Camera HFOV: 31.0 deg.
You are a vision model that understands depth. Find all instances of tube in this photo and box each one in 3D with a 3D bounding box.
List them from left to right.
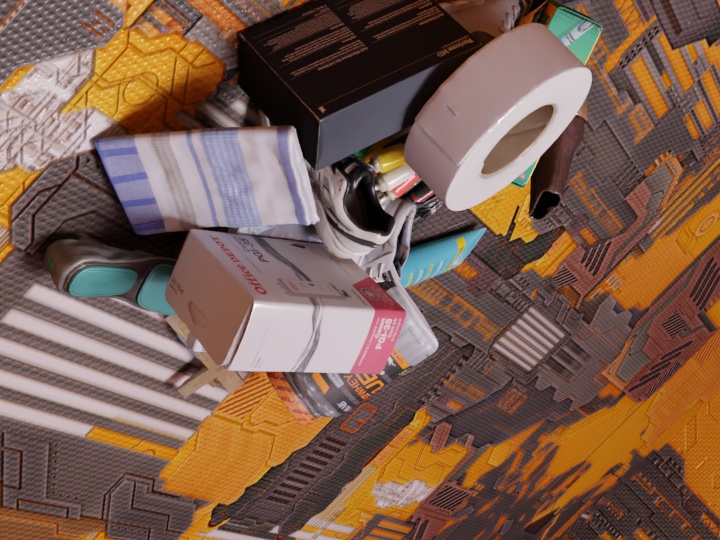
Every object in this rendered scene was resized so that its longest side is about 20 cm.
[{"bbox_3d":[0.092,-0.013,1.778,0.200,0.050,0.077,-19,156,-45],"label":"tube"}]

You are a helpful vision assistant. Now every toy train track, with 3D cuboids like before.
[{"bbox_3d":[-0.192,0.089,1.575,0.115,0.033,0.200,-33,145,-2],"label":"toy train track"}]

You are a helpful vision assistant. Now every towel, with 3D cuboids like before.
[{"bbox_3d":[-0.147,-0.086,1.279,0.199,0.024,0.147,-3,145,6],"label":"towel"}]

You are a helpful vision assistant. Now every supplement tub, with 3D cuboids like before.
[{"bbox_3d":[-0.013,0.101,1.631,0.200,0.123,0.123,-35,152,4],"label":"supplement tub"}]

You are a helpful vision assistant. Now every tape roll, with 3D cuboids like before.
[{"bbox_3d":[0.140,-0.155,1.329,0.202,0.071,0.203,-37,163,-13],"label":"tape roll"}]

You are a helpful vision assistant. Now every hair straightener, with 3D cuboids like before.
[{"bbox_3d":[0.121,-0.104,1.688,0.200,0.041,0.077,-39,151,-7],"label":"hair straightener"}]

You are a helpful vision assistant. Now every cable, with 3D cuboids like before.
[{"bbox_3d":[0.089,-0.136,1.417,0.200,0.050,0.097,-29,148,1],"label":"cable"}]

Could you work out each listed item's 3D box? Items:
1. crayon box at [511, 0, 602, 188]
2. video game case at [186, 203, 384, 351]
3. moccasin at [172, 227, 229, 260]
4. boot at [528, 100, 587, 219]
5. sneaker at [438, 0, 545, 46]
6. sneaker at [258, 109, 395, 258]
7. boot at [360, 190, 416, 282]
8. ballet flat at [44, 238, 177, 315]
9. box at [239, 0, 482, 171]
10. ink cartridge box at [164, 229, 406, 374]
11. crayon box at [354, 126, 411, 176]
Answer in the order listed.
[{"bbox_3d":[0.201,-0.205,1.490,0.119,0.058,0.200,-81,-165,-74],"label":"crayon box"},{"bbox_3d":[-0.081,0.004,1.432,0.182,0.023,0.200,3,121,-39],"label":"video game case"},{"bbox_3d":[-0.140,-0.032,1.422,0.201,0.078,0.074,-50,153,12],"label":"moccasin"},{"bbox_3d":[0.226,-0.143,1.624,0.200,0.072,0.167,120,-14,-75],"label":"boot"},{"bbox_3d":[0.161,-0.262,1.449,0.200,0.116,0.075,-28,148,-24],"label":"sneaker"},{"bbox_3d":[-0.027,-0.110,1.349,0.076,0.200,0.088,-40,-165,-35],"label":"sneaker"},{"bbox_3d":[0.000,0.000,1.548,0.074,0.095,0.200,3,105,-72],"label":"boot"},{"bbox_3d":[-0.241,0.000,1.351,0.200,0.064,0.067,12,118,-52],"label":"ballet flat"},{"bbox_3d":[-0.001,-0.204,1.299,0.200,0.141,0.079,-28,148,-24],"label":"box"},{"bbox_3d":[-0.077,0.034,1.334,0.200,0.147,0.083,6,117,-41],"label":"ink cartridge box"},{"bbox_3d":[0.058,-0.177,1.478,0.200,0.058,0.119,-15,142,-40],"label":"crayon box"}]
